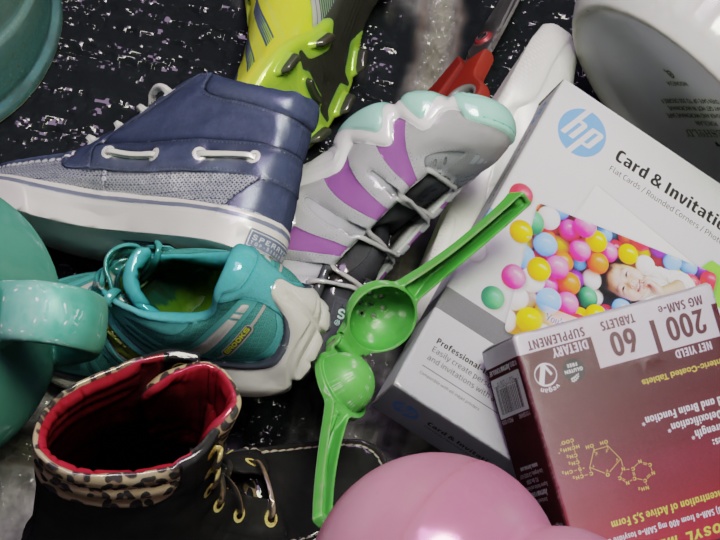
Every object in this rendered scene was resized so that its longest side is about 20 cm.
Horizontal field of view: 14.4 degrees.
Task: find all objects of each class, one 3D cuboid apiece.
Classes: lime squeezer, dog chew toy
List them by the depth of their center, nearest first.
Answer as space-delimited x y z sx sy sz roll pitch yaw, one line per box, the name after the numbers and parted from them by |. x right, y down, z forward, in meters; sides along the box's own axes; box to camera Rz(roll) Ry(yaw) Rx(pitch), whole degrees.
0.075 0.163 1.285 0.200 0.125 0.125 24 57 24 | dog chew toy
0.012 0.043 1.378 0.070 0.038 0.200 12 58 37 | lime squeezer

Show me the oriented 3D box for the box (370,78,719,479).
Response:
0.119 0.025 1.454 0.156 0.041 0.200 34 63 -6 | box

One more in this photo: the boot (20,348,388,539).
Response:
-0.072 0.098 1.361 0.199 0.151 0.073 -11 58 -13 | boot

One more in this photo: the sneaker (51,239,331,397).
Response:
-0.103 0.014 1.417 0.200 0.080 0.078 -5 51 42 | sneaker

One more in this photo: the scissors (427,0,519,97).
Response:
0.071 -0.119 1.581 0.073 0.014 0.200 -5 36 49 | scissors

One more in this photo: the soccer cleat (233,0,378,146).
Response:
-0.038 -0.134 1.587 0.083 0.065 0.201 4 55 34 | soccer cleat

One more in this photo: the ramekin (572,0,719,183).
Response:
0.199 -0.111 1.504 0.094 0.203 0.202 -43 68 -15 | ramekin

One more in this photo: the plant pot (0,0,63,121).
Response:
-0.261 -0.196 1.518 0.199 0.196 0.201 2 57 -3 | plant pot

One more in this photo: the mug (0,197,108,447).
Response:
-0.212 0.034 1.396 0.185 0.114 0.152 39 97 28 | mug

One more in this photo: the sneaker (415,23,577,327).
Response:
0.092 -0.037 1.524 0.088 0.075 0.200 24 64 -3 | sneaker

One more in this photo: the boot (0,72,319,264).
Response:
-0.110 -0.054 1.468 0.199 0.073 0.091 8 74 32 | boot

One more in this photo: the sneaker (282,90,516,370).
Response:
0.000 0.000 1.449 0.200 0.078 0.140 -24 59 29 | sneaker

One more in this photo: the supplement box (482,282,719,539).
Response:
0.140 0.118 1.373 0.108 0.061 0.201 -15 85 -16 | supplement box
